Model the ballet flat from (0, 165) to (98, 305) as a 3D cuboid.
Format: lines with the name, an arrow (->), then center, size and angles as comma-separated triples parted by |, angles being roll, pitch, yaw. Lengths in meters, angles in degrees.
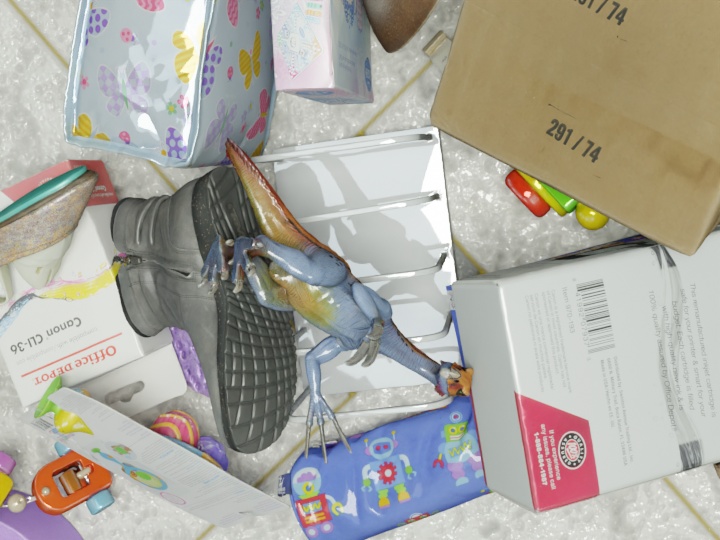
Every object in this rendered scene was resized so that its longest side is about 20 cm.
ballet flat -> -0.265, -0.013, 0.780 | 0.197, 0.068, 0.068 | -22, 109, 17

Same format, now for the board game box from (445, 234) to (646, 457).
board game box -> 0.171, 0.054, 0.766 | 0.196, 0.045, 0.137 | -13, 94, -17

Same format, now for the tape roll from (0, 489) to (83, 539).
tape roll -> -0.327, 0.297, 0.913 | 0.196, 0.066, 0.205 | 1, 97, 9

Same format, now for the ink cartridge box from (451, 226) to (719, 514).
ink cartridge box -> 0.175, 0.059, 0.700 | 0.196, 0.083, 0.148 | -11, 92, -17

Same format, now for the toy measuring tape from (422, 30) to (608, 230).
toy measuring tape -> 0.122, -0.103, 0.804 | 0.074, 0.073, 0.201 | -44, 65, 12

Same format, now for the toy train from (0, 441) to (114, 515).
toy train -> -0.303, 0.141, 0.889 | 0.201, 0.149, 0.056 | 54, 146, 7

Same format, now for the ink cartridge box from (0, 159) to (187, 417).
ink cartridge box -> -0.228, 0.028, 0.834 | 0.115, 0.067, 0.203 | -22, 91, 12

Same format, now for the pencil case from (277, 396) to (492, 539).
pencil case -> 0.037, 0.154, 0.829 | 0.197, 0.078, 0.088 | -22, 72, 12

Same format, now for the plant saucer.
plant saucer -> 0.045, -0.251, 0.720 | 0.036, 0.201, 0.203 | 20, 100, -15

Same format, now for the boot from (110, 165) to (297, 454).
boot -> -0.118, 0.035, 0.760 | 0.130, 0.069, 0.204 | -16, 76, 40

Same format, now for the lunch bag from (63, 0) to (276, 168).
lunch bag -> -0.129, -0.186, 0.773 | 0.125, 0.169, 0.204 | 14, 102, 11

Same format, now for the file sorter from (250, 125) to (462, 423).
file sorter -> 0.000, 0.000, 0.794 | 0.136, 0.124, 0.204 | -7, 95, 10

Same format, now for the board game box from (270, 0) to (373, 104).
board game box -> -0.026, -0.222, 0.734 | 0.042, 0.200, 0.203 | -3, 95, 8

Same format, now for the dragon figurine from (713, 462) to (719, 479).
dragon figurine -> 0.322, 0.158, 0.789 | 0.098, 0.059, 0.203 | -21, 91, 12

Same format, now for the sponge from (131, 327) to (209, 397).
sponge -> -0.167, 0.026, 0.873 | 0.197, 0.030, 0.113 | 22, 98, 8

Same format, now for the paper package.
paper package -> 0.164, -0.140, 0.653 | 0.198, 0.103, 0.194 | 28, 117, 22

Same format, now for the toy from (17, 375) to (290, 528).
toy -> -0.157, 0.135, 0.821 | 0.198, 0.115, 0.048 | 30, 57, -23

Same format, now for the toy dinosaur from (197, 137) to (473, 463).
toy dinosaur -> -0.005, 0.017, 0.686 | 0.179, 0.105, 0.204 | 17, 66, -28
